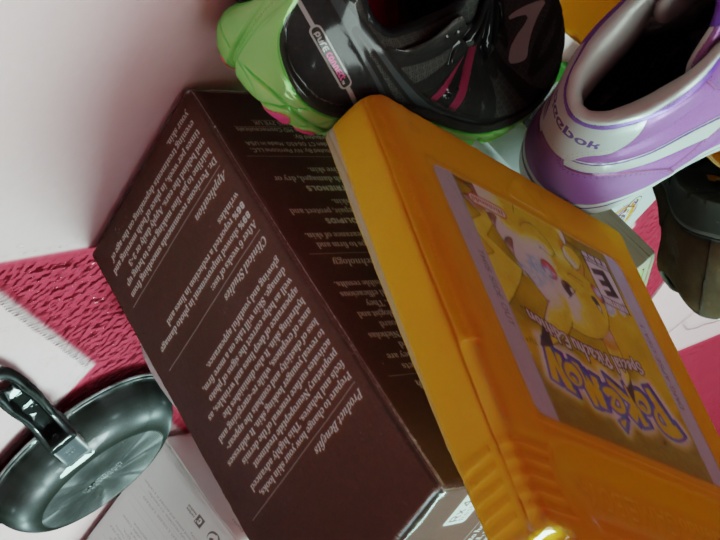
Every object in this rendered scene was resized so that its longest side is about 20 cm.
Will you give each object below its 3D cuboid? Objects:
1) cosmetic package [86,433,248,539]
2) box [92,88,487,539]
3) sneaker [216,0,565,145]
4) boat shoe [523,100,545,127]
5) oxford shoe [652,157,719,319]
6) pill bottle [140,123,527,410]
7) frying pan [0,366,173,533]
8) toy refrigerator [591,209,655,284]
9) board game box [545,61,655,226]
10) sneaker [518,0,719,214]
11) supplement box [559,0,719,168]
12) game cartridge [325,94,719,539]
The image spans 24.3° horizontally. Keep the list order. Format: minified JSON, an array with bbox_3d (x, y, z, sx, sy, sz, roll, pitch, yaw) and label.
[{"bbox_3d":[-0.112,0.184,1.004,0.200,0.081,0.113,-50,159,27],"label":"cosmetic package"},{"bbox_3d":[-0.019,0.032,0.655,0.075,0.200,0.100,-1,139,-42],"label":"box"},{"bbox_3d":[0.032,-0.100,0.667,0.200,0.077,0.084,-15,153,-53],"label":"sneaker"},{"bbox_3d":[0.041,-0.013,0.882,0.199,0.068,0.073,-49,159,24],"label":"boat shoe"},{"bbox_3d":[0.192,-0.024,0.937,0.200,0.072,0.085,-52,150,-69],"label":"oxford shoe"},{"bbox_3d":[0.000,0.000,0.779,0.200,0.104,0.104,-43,161,4],"label":"pill bottle"},{"bbox_3d":[-0.131,0.077,0.820,0.115,0.031,0.190,-32,162,-28],"label":"frying pan"},{"bbox_3d":[0.119,0.032,0.993,0.076,0.070,0.200,-39,161,-13],"label":"toy refrigerator"},{"bbox_3d":[0.123,-0.049,0.998,0.153,0.040,0.200,-49,159,22],"label":"board game box"},{"bbox_3d":[0.160,-0.100,0.697,0.200,0.073,0.114,-37,166,-16],"label":"sneaker"},{"bbox_3d":[0.196,-0.109,0.874,0.074,0.126,0.200,-52,157,18],"label":"supplement box"},{"bbox_3d":[0.080,0.041,0.620,0.032,0.201,0.176,-41,140,23],"label":"game cartridge"}]
